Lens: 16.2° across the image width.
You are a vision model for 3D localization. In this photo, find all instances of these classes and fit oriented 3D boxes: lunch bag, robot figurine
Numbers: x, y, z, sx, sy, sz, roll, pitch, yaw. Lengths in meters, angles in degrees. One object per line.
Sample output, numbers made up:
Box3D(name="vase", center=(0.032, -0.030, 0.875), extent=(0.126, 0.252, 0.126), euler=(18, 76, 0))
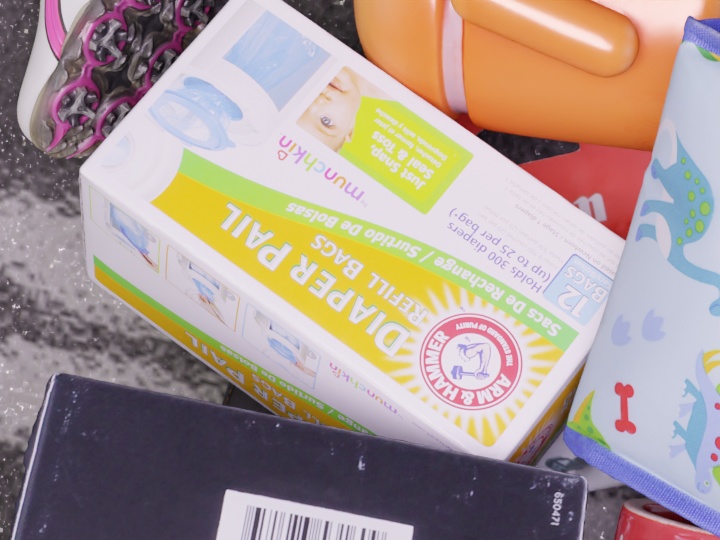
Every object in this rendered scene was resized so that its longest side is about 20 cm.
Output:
Box3D(name="lunch bag", center=(0.188, 0.021, 0.869), extent=(0.200, 0.127, 0.171), euler=(28, 113, 32))
Box3D(name="robot figurine", center=(0.083, -0.109, 0.990), extent=(0.199, 0.144, 0.117), euler=(8, 139, 13))

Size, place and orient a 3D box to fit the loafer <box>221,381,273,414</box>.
Box3D(name="loafer", center=(-0.046, 0.107, 1.073), extent=(0.073, 0.072, 0.201), euler=(27, 117, 50))

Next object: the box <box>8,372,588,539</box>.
Box3D(name="box", center=(-0.036, 0.146, 0.948), extent=(0.199, 0.199, 0.124), euler=(12, 61, -3))

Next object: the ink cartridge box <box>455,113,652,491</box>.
Box3D(name="ink cartridge box", center=(0.073, 0.008, 1.070), extent=(0.199, 0.044, 0.174), euler=(-12, 91, 19))

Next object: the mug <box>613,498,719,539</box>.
Box3D(name="mug", center=(0.133, 0.194, 0.926), extent=(0.133, 0.178, 0.201), euler=(10, 91, 9))

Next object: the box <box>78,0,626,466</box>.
Box3D(name="box", center=(0.000, 0.000, 0.993), extent=(0.200, 0.101, 0.113), euler=(35, 68, 11))

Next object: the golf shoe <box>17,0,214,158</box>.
Box3D(name="golf shoe", center=(-0.106, -0.147, 1.110), extent=(0.092, 0.073, 0.201), euler=(25, 92, 33))
